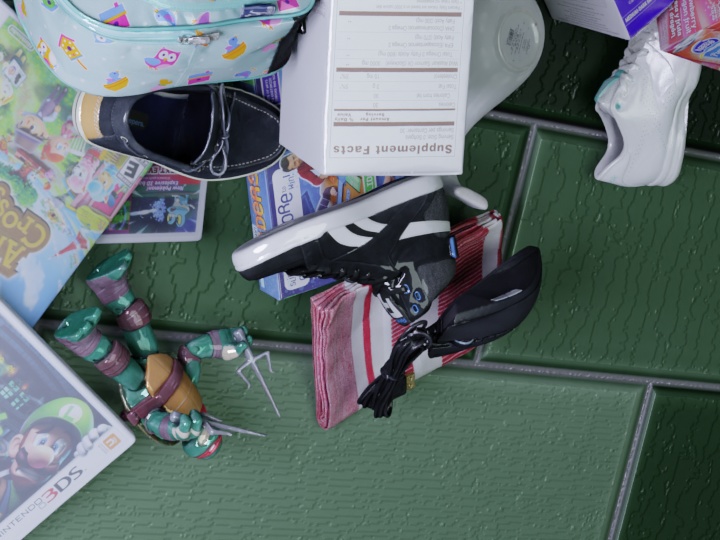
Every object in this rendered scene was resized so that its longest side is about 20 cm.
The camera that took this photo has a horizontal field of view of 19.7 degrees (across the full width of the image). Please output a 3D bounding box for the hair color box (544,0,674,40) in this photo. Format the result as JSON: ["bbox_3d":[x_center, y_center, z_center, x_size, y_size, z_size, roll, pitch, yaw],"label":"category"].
[{"bbox_3d":[0.176,-0.297,1.731,0.065,0.109,0.201,-42,125,-16],"label":"hair color box"}]

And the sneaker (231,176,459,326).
[{"bbox_3d":[0.000,0.000,1.664,0.199,0.073,0.113,-22,96,-28],"label":"sneaker"}]

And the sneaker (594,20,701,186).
[{"bbox_3d":[0.249,-0.170,1.853,0.088,0.075,0.202,-4,109,-21],"label":"sneaker"}]

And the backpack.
[{"bbox_3d":[-0.147,-0.221,1.485,0.198,0.177,0.154,-16,158,-20],"label":"backpack"}]

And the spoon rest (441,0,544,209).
[{"bbox_3d":[0.102,-0.153,1.769,0.099,0.060,0.202,25,77,-39],"label":"spoon rest"}]

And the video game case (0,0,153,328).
[{"bbox_3d":[-0.263,-0.077,1.521,0.200,0.022,0.183,42,79,-37],"label":"video game case"}]

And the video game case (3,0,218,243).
[{"bbox_3d":[-0.201,-0.111,1.584,0.199,0.023,0.184,-2,106,-35],"label":"video game case"}]

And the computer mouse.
[{"bbox_3d":[0.083,0.062,1.764,0.199,0.046,0.141,-32,163,-42],"label":"computer mouse"}]

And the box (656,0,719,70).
[{"bbox_3d":[0.314,-0.283,1.787,0.099,0.095,0.202,12,66,-36],"label":"box"}]

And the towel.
[{"bbox_3d":[0.044,0.043,1.781,0.199,0.023,0.145,-27,136,-26],"label":"towel"}]

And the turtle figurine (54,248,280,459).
[{"bbox_3d":[-0.148,0.088,1.626,0.100,0.150,0.200,-32,116,21],"label":"turtle figurine"}]

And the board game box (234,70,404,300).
[{"bbox_3d":[-0.029,-0.090,1.700,0.135,0.034,0.202,-18,114,-29],"label":"board game box"}]

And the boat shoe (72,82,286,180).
[{"bbox_3d":[-0.124,-0.106,1.564,0.199,0.062,0.075,8,93,-45],"label":"boat shoe"}]

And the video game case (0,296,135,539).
[{"bbox_3d":[-0.295,0.126,1.565,0.182,0.023,0.200,-41,126,-2],"label":"video game case"}]

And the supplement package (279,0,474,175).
[{"bbox_3d":[0.012,-0.180,1.556,0.116,0.117,0.202,-2,106,-19],"label":"supplement package"}]
